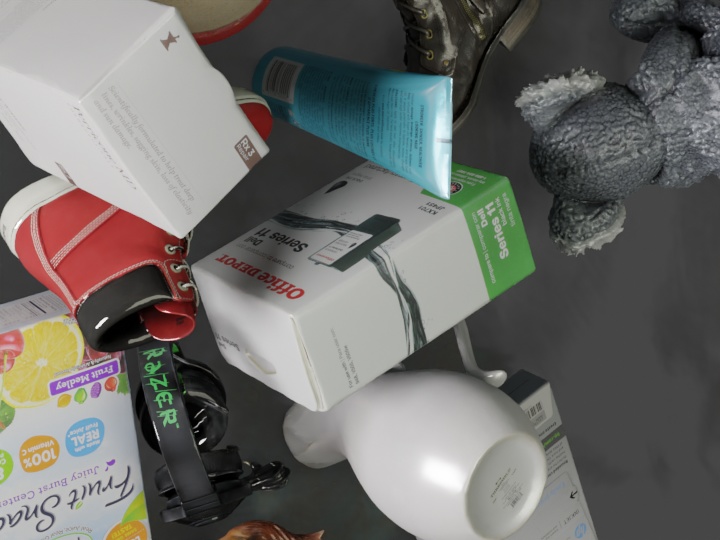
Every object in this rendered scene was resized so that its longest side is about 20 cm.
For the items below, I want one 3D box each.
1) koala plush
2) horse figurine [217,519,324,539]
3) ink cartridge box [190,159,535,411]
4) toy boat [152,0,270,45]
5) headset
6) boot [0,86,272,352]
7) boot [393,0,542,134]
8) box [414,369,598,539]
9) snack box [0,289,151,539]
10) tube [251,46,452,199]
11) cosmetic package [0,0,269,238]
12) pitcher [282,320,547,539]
[{"bbox_3d":[0.220,-0.117,1.211,0.199,0.184,0.178,-21,117,-16],"label":"koala plush"},{"bbox_3d":[-0.091,0.254,1.103,0.133,0.050,0.200,49,40,-25],"label":"horse figurine"},{"bbox_3d":[0.000,0.000,1.088,0.200,0.146,0.083,-33,120,-25],"label":"ink cartridge box"},{"bbox_3d":[-0.113,-0.234,0.948,0.130,0.131,0.201,-9,78,-2],"label":"toy boat"},{"bbox_3d":[-0.106,0.121,1.070,0.093,0.124,0.200,-16,148,-4],"label":"headset"},{"bbox_3d":[-0.114,-0.030,0.987,0.200,0.144,0.073,-34,148,-20],"label":"boot"},{"bbox_3d":[0.032,-0.200,1.107,0.174,0.069,0.200,45,73,-32],"label":"boot"},{"bbox_3d":[0.122,0.210,1.315,0.156,0.041,0.201,-35,122,-22],"label":"box"},{"bbox_3d":[-0.223,0.123,1.022,0.142,0.053,0.201,-17,115,-30],"label":"snack box"},{"bbox_3d":[-0.002,-0.109,1.015,0.050,0.200,0.078,-18,117,-30],"label":"tube"},{"bbox_3d":[-0.156,-0.105,0.901,0.081,0.200,0.113,-45,126,-15],"label":"cosmetic package"},{"bbox_3d":[0.056,0.106,1.131,0.121,0.200,0.172,41,78,-38],"label":"pitcher"}]
